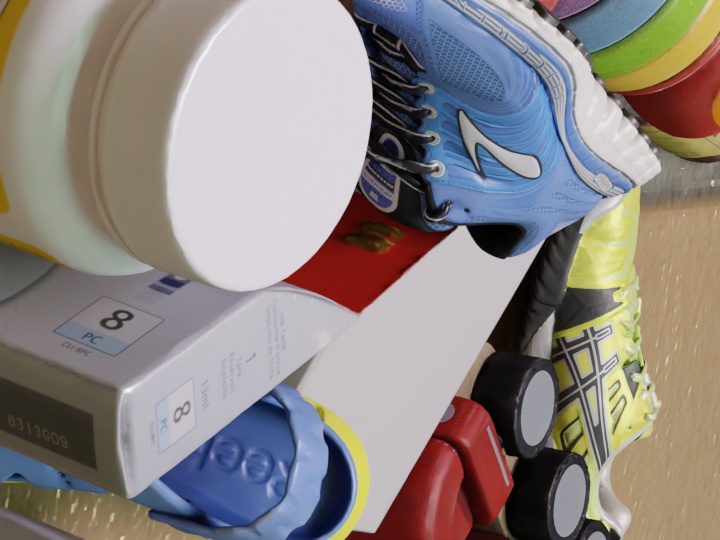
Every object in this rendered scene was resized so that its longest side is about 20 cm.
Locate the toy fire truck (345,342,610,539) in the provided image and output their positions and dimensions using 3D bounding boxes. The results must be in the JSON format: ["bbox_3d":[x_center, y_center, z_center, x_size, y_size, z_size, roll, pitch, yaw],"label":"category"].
[{"bbox_3d":[0.009,0.149,1.095,0.201,0.128,0.177,-59,143,-35],"label":"toy fire truck"}]

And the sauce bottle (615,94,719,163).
[{"bbox_3d":[0.170,-0.091,1.227,0.200,0.064,0.065,15,93,-66],"label":"sauce bottle"}]

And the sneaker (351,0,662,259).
[{"bbox_3d":[0.031,-0.056,0.803,0.089,0.079,0.200,-42,143,4],"label":"sneaker"}]

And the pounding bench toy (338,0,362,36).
[{"bbox_3d":[-0.020,-0.179,0.866,0.124,0.155,0.201,37,74,-53],"label":"pounding bench toy"}]

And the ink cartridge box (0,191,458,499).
[{"bbox_3d":[-0.082,-0.010,0.839,0.200,0.159,0.048,-39,136,-44],"label":"ink cartridge box"}]

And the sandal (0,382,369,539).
[{"bbox_3d":[-0.086,0.052,0.863,0.087,0.198,0.080,162,-58,-81],"label":"sandal"}]

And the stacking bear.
[{"bbox_3d":[0.108,-0.118,0.964,0.122,0.114,0.200,-50,139,5],"label":"stacking bear"}]

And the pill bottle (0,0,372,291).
[{"bbox_3d":[-0.101,-0.063,0.767,0.114,0.199,0.115,-26,125,-45],"label":"pill bottle"}]

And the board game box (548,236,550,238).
[{"bbox_3d":[0.065,-0.110,1.120,0.120,0.032,0.202,-6,109,-49],"label":"board game box"}]

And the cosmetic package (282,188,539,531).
[{"bbox_3d":[0.000,0.000,0.976,0.107,0.085,0.201,19,105,-55],"label":"cosmetic package"}]

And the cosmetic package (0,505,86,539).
[{"bbox_3d":[-0.099,0.157,0.945,0.200,0.107,0.085,36,76,-52],"label":"cosmetic package"}]

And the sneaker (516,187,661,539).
[{"bbox_3d":[0.118,0.044,1.199,0.075,0.076,0.202,-41,144,-69],"label":"sneaker"}]
